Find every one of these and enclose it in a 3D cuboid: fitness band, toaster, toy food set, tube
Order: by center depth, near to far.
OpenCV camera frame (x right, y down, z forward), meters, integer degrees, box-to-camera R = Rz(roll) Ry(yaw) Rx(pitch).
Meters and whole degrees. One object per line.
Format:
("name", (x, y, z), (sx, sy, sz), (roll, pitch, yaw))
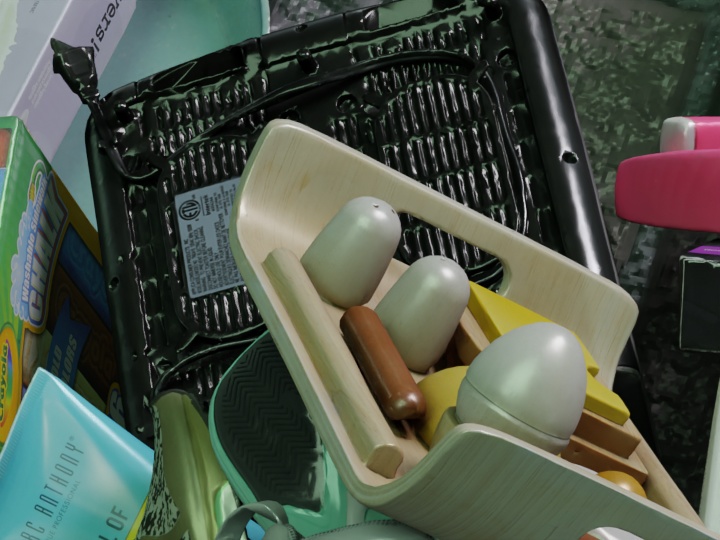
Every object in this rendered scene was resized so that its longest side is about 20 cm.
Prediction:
("toy food set", (0.052, 0.030, 0.768), (0.060, 0.143, 0.200), (-57, 26, 15))
("tube", (-0.041, 0.115, 0.910), (0.050, 0.200, 0.078), (-24, 39, 56))
("fitness band", (0.187, -0.034, 0.976), (0.200, 0.144, 0.038), (-2, 96, -25))
("toaster", (0.000, 0.000, 0.996), (0.180, 0.119, 0.200), (-15, 59, 6))

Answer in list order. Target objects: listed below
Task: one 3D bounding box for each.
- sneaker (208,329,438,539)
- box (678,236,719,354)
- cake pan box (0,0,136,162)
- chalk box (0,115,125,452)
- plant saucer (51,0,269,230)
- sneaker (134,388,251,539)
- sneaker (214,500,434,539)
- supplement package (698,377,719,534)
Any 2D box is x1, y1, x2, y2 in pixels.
("sneaker", (0.046, 0.105, 0.833), (0.078, 0.140, 0.200), (-39, 60, 9))
("box", (0.196, 0.006, 0.943), (0.143, 0.200, 0.036), (4, 98, 17))
("cake pan box", (-0.186, -0.126, 1.155), (0.184, 0.052, 0.200), (17, 67, 21))
("chalk box", (-0.171, 0.023, 1.020), (0.124, 0.200, 0.124), (-1, 61, 14))
("plant saucer", (-0.130, -0.081, 1.163), (0.199, 0.036, 0.200), (-7, 60, 12))
("sneaker", (-0.078, 0.133, 0.838), (0.088, 0.077, 0.201), (5, 77, -7))
("sneaker", (0.023, 0.132, 0.698), (0.200, 0.075, 0.115), (18, 77, 27))
("supplement package", (0.185, 0.147, 0.856), (0.147, 0.200, 0.192), (4, 62, 17))
